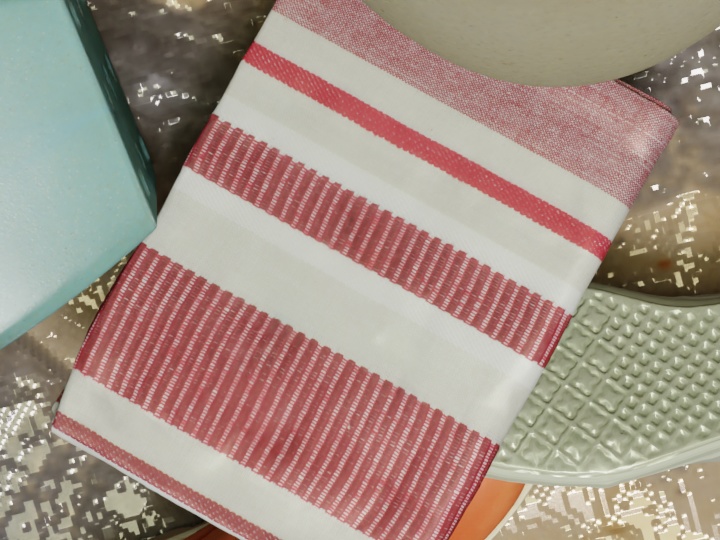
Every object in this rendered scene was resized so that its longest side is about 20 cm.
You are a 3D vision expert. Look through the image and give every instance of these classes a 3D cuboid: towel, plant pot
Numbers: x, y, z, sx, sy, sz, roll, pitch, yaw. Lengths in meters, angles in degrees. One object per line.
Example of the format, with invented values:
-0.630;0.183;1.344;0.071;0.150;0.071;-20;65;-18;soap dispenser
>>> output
0.000;0.000;1.016;0.144;0.023;0.201;29;86;8;towel
-0.176;-0.027;1.007;0.199;0.141;0.142;-21;104;0;plant pot

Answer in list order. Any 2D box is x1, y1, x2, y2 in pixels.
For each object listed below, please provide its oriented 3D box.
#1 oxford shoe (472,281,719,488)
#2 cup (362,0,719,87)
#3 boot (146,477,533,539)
0.104;0.040;1.043;0.199;0.058;0.076;-7;75;-3;oxford shoe
0.063;-0.138;0.943;0.199;0.143;0.201;-2;64;4;cup
-0.018;0.107;1.049;0.200;0.107;0.075;-33;98;4;boot
